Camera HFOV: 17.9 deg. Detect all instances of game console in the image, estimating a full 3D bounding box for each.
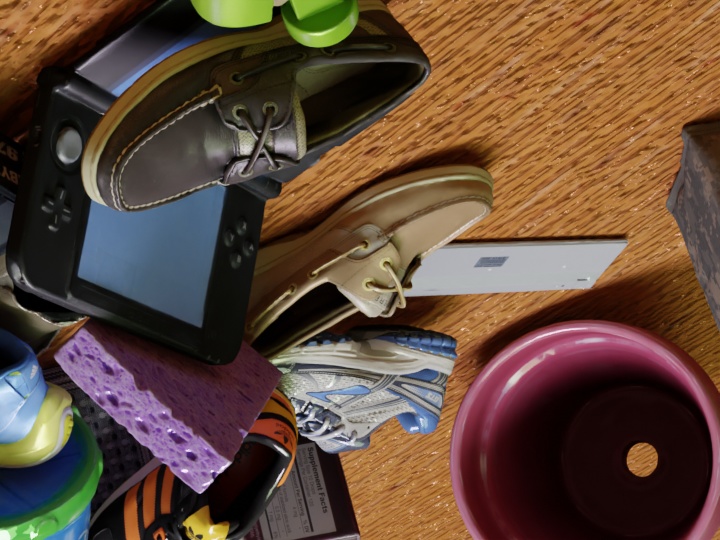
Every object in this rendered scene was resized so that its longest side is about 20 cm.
[{"bbox_3d":[-0.077,-0.051,1.241,0.116,0.176,0.200,0,164,34],"label":"game console"}]

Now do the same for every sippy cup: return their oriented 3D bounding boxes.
[{"bbox_3d":[-0.224,0.165,1.397,0.178,0.140,0.130,-19,128,-27],"label":"sippy cup"}]

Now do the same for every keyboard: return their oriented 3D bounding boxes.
[{"bbox_3d":[0.084,-0.003,1.533,0.200,0.011,0.056,-2,144,-27],"label":"keyboard"}]

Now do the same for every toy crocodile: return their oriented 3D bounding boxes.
[{"bbox_3d":[0.009,-0.168,1.135,0.200,0.062,0.068,-22,152,0],"label":"toy crocodile"}]

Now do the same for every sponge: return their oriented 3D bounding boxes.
[{"bbox_3d":[-0.107,0.056,1.322,0.030,0.112,0.200,-47,-177,13],"label":"sponge"}]

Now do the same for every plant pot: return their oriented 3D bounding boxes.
[{"bbox_3d":[0.185,0.140,1.678,0.200,0.200,0.179,-25,167,16],"label":"plant pot"}]

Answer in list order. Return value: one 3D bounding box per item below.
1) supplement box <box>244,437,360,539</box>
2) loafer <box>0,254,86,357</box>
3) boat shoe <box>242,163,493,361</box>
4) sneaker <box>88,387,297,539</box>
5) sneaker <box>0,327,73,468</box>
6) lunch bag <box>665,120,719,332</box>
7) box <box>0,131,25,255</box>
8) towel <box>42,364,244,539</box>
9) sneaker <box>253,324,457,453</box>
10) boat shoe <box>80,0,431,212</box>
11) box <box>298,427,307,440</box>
[{"bbox_3d":[-0.108,0.190,1.599,0.200,0.086,0.110,-10,150,-10],"label":"supplement box"},{"bbox_3d":[-0.193,0.007,1.322,0.075,0.070,0.200,-4,150,-22],"label":"loafer"},{"bbox_3d":[0.000,0.000,1.424,0.200,0.066,0.074,-28,151,20],"label":"boat shoe"},{"bbox_3d":[-0.114,0.159,1.436,0.070,0.090,0.200,39,97,-16],"label":"sneaker"},{"bbox_3d":[-0.269,0.056,1.342,0.200,0.076,0.105,5,140,8],"label":"sneaker"},{"bbox_3d":[0.319,-0.024,1.455,0.200,0.164,0.118,-12,150,-9],"label":"lunch bag"},{"bbox_3d":[-0.288,-0.029,1.212,0.200,0.046,0.159,-28,145,21],"label":"box"},{"bbox_3d":[-0.178,0.160,1.499,0.192,0.200,0.035,-12,-175,-10],"label":"towel"},{"bbox_3d":[-0.023,0.082,1.516,0.200,0.085,0.077,1,-175,-29],"label":"sneaker"},{"bbox_3d":[-0.050,-0.084,1.172,0.200,0.065,0.073,-33,140,-25],"label":"boat shoe"},{"bbox_3d":[-0.126,0.152,1.658,0.193,0.048,0.200,-14,152,-10],"label":"box"}]
